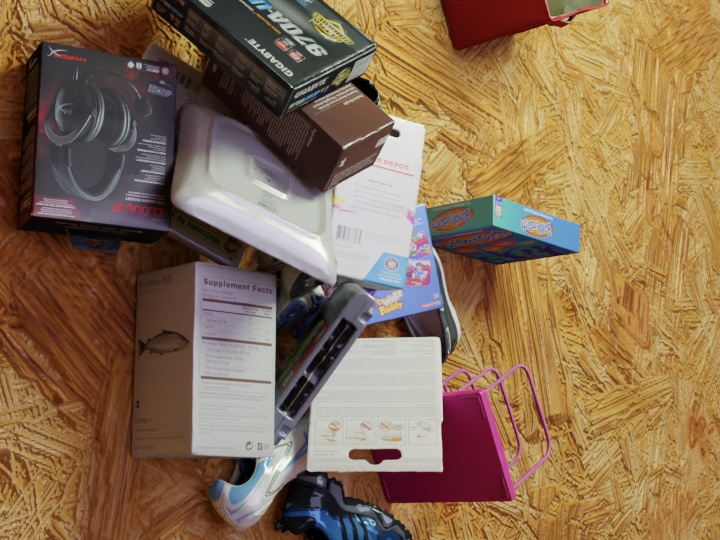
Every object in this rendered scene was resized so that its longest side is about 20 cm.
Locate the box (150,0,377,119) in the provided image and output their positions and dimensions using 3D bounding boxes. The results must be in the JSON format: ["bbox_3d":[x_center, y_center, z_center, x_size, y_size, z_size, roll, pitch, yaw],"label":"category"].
[{"bbox_3d":[-0.103,-0.263,1.358,0.200,0.046,0.159,41,42,13],"label":"box"}]

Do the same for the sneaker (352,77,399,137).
[{"bbox_3d":[-0.002,-0.189,1.528,0.199,0.082,0.073,26,66,-41],"label":"sneaker"}]

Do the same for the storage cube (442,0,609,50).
[{"bbox_3d":[0.229,-0.441,1.833,0.170,0.178,0.203,-24,100,-45],"label":"storage cube"}]

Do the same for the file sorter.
[{"bbox_3d":[0.124,0.205,1.607,0.125,0.198,0.141,-27,103,-48],"label":"file sorter"}]

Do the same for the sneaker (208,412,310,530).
[{"bbox_3d":[-0.100,0.218,1.463,0.073,0.071,0.200,57,44,-10],"label":"sneaker"}]

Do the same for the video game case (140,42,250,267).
[{"bbox_3d":[-0.189,-0.127,1.403,0.199,0.022,0.184,30,69,-20],"label":"video game case"}]

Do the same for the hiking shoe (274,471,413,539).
[{"bbox_3d":[-0.021,0.318,1.536,0.199,0.074,0.088,36,67,-26],"label":"hiking shoe"}]

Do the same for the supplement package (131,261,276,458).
[{"bbox_3d":[-0.170,0.102,1.371,0.116,0.116,0.203,9,76,-42],"label":"supplement package"}]

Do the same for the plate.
[{"bbox_3d":[-0.105,-0.092,1.344,0.198,0.032,0.201,28,31,-22],"label":"plate"}]

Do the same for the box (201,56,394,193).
[{"bbox_3d":[-0.070,-0.188,1.392,0.200,0.075,0.100,42,42,16],"label":"box"}]

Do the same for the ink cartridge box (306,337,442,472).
[{"bbox_3d":[0.018,0.167,1.487,0.050,0.158,0.202,87,3,-47],"label":"ink cartridge box"}]

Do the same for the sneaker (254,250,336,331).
[{"bbox_3d":[-0.084,0.004,1.445,0.076,0.201,0.086,-21,69,-30],"label":"sneaker"}]

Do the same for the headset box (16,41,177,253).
[{"bbox_3d":[-0.273,-0.119,1.303,0.147,0.077,0.203,7,77,-26],"label":"headset box"}]

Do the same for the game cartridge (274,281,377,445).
[{"bbox_3d":[-0.056,0.102,1.446,0.041,0.133,0.201,36,89,-7],"label":"game cartridge"}]

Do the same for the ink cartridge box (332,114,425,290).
[{"bbox_3d":[0.004,-0.086,1.516,0.114,0.068,0.203,13,82,-27],"label":"ink cartridge box"}]

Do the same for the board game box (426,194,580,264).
[{"bbox_3d":[0.188,-0.053,1.747,0.198,0.151,0.046,14,74,-43],"label":"board game box"}]

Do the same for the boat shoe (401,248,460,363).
[{"bbox_3d":[0.079,0.032,1.669,0.202,0.075,0.060,61,30,-19],"label":"boat shoe"}]

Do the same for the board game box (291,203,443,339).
[{"bbox_3d":[0.000,0.000,1.573,0.198,0.045,0.137,-11,92,-27],"label":"board game box"}]
